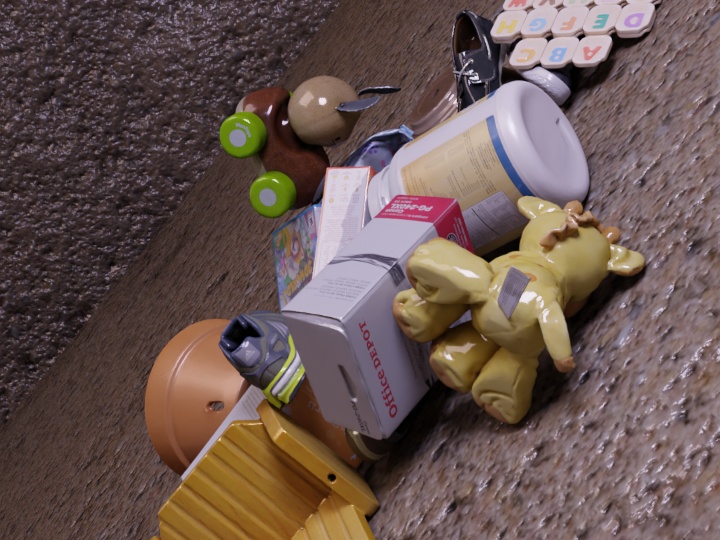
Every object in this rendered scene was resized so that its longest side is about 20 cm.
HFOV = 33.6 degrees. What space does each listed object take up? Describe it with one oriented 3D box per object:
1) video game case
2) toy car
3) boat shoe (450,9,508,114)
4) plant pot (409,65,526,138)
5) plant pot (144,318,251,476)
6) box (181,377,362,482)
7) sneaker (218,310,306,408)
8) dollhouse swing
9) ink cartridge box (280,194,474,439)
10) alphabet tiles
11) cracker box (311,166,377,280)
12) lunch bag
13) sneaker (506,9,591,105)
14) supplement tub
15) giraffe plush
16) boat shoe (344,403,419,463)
[{"bbox_3d":[-0.068,0.033,1.478,0.143,0.018,0.201,-26,68,61],"label":"video game case"},{"bbox_3d":[-0.044,-0.176,1.481,0.200,0.158,0.164,-22,12,24],"label":"toy car"},{"bbox_3d":[0.137,-0.237,1.469,0.072,0.068,0.200,-26,44,39],"label":"boat shoe"},{"bbox_3d":[0.132,-0.206,1.581,0.201,0.093,0.201,-45,19,20],"label":"plant pot"},{"bbox_3d":[-0.134,0.159,1.410,0.140,0.200,0.200,-1,52,49],"label":"plant pot"},{"bbox_3d":[-0.080,0.191,1.283,0.200,0.124,0.097,-53,18,-2],"label":"box"},{"bbox_3d":[-0.107,0.072,1.241,0.074,0.081,0.200,-52,19,-1],"label":"sneaker"},{"bbox_3d":[-0.095,0.267,1.134,0.200,0.182,0.176,-50,6,6],"label":"dollhouse swing"},{"bbox_3d":[0.030,0.041,1.150,0.083,0.145,0.200,9,41,39],"label":"ink cartridge box"},{"bbox_3d":[0.258,-0.312,1.423,0.200,0.015,0.196,4,52,32],"label":"alphabet tiles"},{"bbox_3d":[0.000,0.000,1.330,0.058,0.134,0.201,1,74,23],"label":"cracker box"},{"bbox_3d":[0.013,-0.097,1.594,0.200,0.127,0.170,-59,5,0],"label":"lunch bag"},{"bbox_3d":[0.244,-0.278,1.459,0.114,0.075,0.200,-47,17,16],"label":"sneaker"},{"bbox_3d":[0.121,-0.092,1.248,0.200,0.145,0.145,-28,28,33],"label":"supplement tub"},{"bbox_3d":[0.148,0.010,1.045,0.162,0.173,0.200,-38,-4,-33],"label":"giraffe plush"},{"bbox_3d":[0.040,0.110,1.240,0.066,0.072,0.201,-26,30,36],"label":"boat shoe"}]
